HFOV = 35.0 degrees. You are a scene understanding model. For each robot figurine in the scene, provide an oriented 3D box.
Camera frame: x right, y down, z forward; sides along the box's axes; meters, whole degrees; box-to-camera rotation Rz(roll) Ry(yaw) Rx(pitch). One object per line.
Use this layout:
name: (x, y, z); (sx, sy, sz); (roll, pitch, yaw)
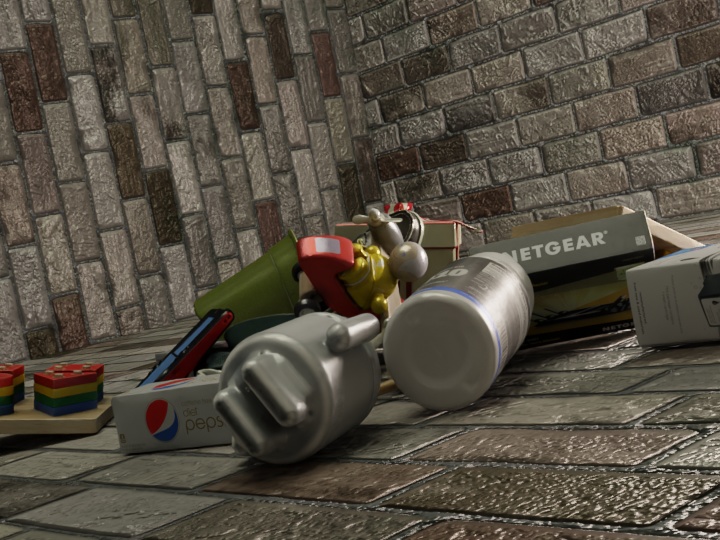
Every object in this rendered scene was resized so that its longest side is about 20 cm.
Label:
robot figurine: (-0.051, 0.102, 1.017); (0.169, 0.113, 0.199); (-43, -10, 23)

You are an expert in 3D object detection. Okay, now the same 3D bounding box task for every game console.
game console: (-0.235, 0.116, 1.467); (0.178, 0.031, 0.200); (-51, 10, -9)

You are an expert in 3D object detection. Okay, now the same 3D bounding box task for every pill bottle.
pill bottle: (0.105, 0.051, 1.128); (0.112, 0.116, 0.200); (-11, 10, 24)

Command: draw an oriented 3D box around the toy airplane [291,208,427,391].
toy airplane: (0.032, 0.026, 1.306); (0.141, 0.201, 0.198); (-40, -9, 29)

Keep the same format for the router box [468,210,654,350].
router box: (0.231, 0.018, 1.281); (0.196, 0.053, 0.158); (-12, -36, 11)

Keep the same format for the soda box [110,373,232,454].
soda box: (-0.162, 0.144, 1.185); (0.197, 0.065, 0.068); (-11, 2, 31)

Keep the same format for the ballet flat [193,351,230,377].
ballet flat: (-0.148, 0.135, 1.371); (0.198, 0.076, 0.074); (-15, 0, 43)

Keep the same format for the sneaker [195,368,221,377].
sneaker: (-0.099, 0.118, 1.221); (0.197, 0.072, 0.073); (-16, 1, 24)

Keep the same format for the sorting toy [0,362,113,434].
sorting toy: (-0.430, 0.164, 1.507); (0.196, 0.071, 0.199); (0, 2, -3)

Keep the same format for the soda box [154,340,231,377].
soda box: (-0.204, 0.134, 1.589); (0.068, 0.065, 0.198); (-13, 3, -42)

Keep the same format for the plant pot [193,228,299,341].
plant pot: (-0.152, 0.068, 1.774); (0.187, 0.203, 0.200); (-25, 4, -5)

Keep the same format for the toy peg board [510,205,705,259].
toy peg board: (0.320, 0.009, 1.457); (0.197, 0.100, 0.199); (20, -16, -30)

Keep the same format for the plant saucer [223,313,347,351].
plant saucer: (-0.072, 0.100, 1.423); (0.196, 0.037, 0.200); (-1, -19, 0)

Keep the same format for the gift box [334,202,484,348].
gift box: (0.070, 0.003, 1.555); (0.196, 0.191, 0.185); (-2, 3, 3)

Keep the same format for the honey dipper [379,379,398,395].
honey dipper: (0.067, 0.108, 1.211); (0.197, 0.039, 0.038); (-16, 4, -23)

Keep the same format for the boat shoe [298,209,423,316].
boat shoe: (0.000, 0.000, 1.429); (0.202, 0.072, 0.061); (-48, -28, 2)

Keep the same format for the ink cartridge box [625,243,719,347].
ink cartridge box: (0.390, 0.016, 1.141); (0.198, 0.088, 0.145); (-12, 2, 42)
